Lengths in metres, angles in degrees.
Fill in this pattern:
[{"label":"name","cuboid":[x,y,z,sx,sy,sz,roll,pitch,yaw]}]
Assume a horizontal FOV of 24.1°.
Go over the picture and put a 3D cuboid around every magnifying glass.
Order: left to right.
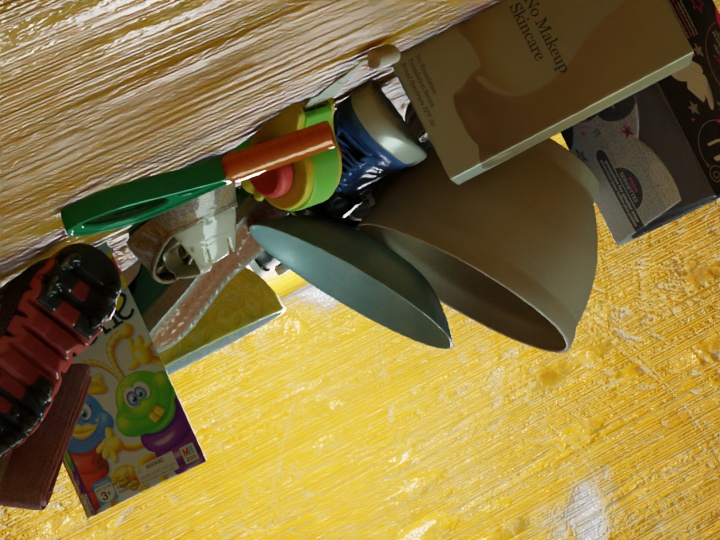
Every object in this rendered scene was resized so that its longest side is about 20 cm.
[{"label":"magnifying glass","cuboid":[-0.113,-0.064,1.172,0.198,0.023,0.080,-17,174,4]}]

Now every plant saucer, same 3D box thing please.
[{"label":"plant saucer","cuboid":[0.000,0.000,1.421,0.039,0.200,0.201,-59,-177,-10]}]

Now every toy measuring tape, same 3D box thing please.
[{"label":"toy measuring tape","cuboid":[-0.026,-0.092,1.216,0.073,0.074,0.200,-24,176,-42]}]

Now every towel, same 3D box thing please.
[{"label":"towel","cuboid":[-0.317,0.124,1.294,0.198,0.023,0.145,2,-140,9]}]

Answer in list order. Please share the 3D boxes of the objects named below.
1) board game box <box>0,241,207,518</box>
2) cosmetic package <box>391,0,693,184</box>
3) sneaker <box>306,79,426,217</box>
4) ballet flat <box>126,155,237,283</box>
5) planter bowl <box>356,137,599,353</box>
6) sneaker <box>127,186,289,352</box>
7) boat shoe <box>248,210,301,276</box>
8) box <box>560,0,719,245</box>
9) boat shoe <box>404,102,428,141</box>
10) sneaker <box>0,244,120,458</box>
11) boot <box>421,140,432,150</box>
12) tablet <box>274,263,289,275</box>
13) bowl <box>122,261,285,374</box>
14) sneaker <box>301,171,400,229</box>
[{"label":"board game box","cuboid":[-0.222,0.094,1.422,0.104,0.201,0.103,-25,177,-16]},{"label":"cosmetic package","cuboid":[0.134,-0.154,1.240,0.199,0.106,0.071,-29,177,7]},{"label":"sneaker","cuboid":[-0.012,-0.088,1.324,0.111,0.077,0.200,-36,-177,4]},{"label":"ballet flat","cuboid":[-0.131,-0.033,1.328,0.068,0.068,0.200,-26,177,-23]},{"label":"planter bowl","cuboid":[0.115,-0.041,1.382,0.135,0.199,0.200,-59,-178,-9]},{"label":"sneaker","cuboid":[-0.144,-0.024,1.479,0.200,0.080,0.071,-47,155,11]},{"label":"boat shoe","cuboid":[-0.080,-0.044,1.600,0.060,0.072,0.201,-28,-175,9]},{"label":"box","cuboid":[0.243,-0.143,1.421,0.114,0.201,0.132,-22,175,-37]},{"label":"boat shoe","cuboid":[0.110,-0.147,1.428,0.075,0.072,0.200,-24,176,-37]},{"label":"sneaker","cuboid":[-0.263,0.068,1.271,0.098,0.071,0.201,-4,-132,58]},{"label":"boot","cuboid":[0.157,-0.120,1.537,0.199,0.152,0.073,-27,177,0]},{"label":"tablet","cuboid":[-0.002,-0.073,1.699,0.199,0.014,0.130,-32,-159,15]},{"label":"bowl","cuboid":[-0.185,0.037,1.676,0.199,0.108,0.200,-27,178,-1]},{"label":"sneaker","cuboid":[-0.023,-0.065,1.501,0.090,0.067,0.200,-36,-170,-26]}]
